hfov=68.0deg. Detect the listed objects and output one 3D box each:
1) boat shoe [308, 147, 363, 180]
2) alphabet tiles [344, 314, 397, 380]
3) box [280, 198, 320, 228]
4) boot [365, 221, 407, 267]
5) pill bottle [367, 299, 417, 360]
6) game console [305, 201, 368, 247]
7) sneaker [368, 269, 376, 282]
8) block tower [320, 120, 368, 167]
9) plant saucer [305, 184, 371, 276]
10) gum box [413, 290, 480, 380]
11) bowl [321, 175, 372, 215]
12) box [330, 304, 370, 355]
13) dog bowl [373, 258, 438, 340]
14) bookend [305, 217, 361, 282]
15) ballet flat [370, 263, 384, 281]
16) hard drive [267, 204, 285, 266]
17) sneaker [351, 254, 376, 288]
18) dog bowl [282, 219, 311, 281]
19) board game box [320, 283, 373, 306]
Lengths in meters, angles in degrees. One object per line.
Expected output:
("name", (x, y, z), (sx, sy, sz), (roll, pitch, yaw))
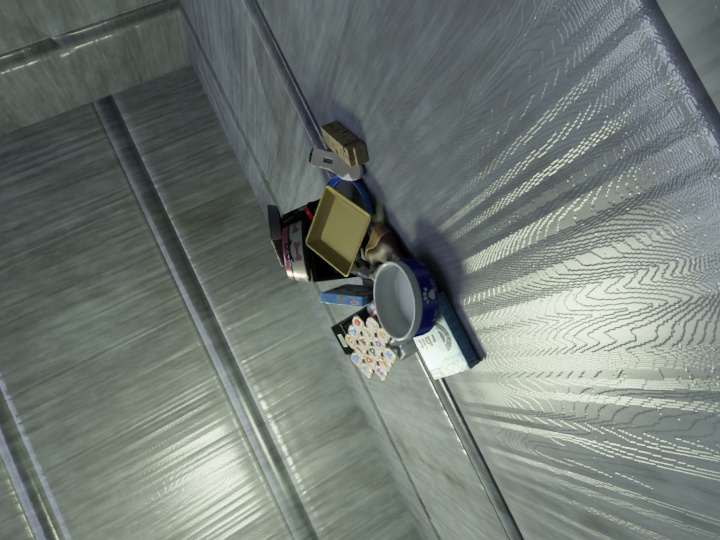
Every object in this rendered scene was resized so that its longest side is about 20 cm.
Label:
("boat shoe", (-0.053, -0.317, 1.580), (0.197, 0.092, 0.076), (28, 112, 29))
("alphabet tiles", (0.032, 0.245, 1.706), (0.195, 0.014, 0.203), (41, 129, 24))
("box", (-0.166, -0.160, 1.909), (0.125, 0.196, 0.151), (-110, -3, -73))
("boot", (0.081, -0.025, 1.556), (0.168, 0.071, 0.202), (57, 162, 29))
("pill bottle", (0.112, 0.175, 1.698), (0.203, 0.110, 0.113), (60, 165, 18))
("game console", (-0.077, -0.150, 1.749), (0.202, 0.174, 0.031), (58, 134, 26))
("sneaker", (0.079, 0.087, 1.605), (0.202, 0.080, 0.074), (55, 165, 18))
("block tower", (-0.050, -0.359, 1.503), (0.200, 0.053, 0.059), (48, 158, 47))
("plant saucer", (-0.057, -0.120, 1.582), (0.199, 0.048, 0.204), (37, 117, 30))
("gum box", (0.207, 0.176, 1.413), (0.203, 0.044, 0.170), (63, 148, 7))
("bowl", (-0.041, -0.188, 1.626), (0.198, 0.039, 0.206), (19, 118, 41))
("box", (0.019, 0.198, 1.892), (0.125, 0.196, 0.200), (59, 165, 1))
("dog bowl", (0.115, 0.074, 1.384), (0.199, 0.077, 0.206), (21, 114, 58))
("bookend", (-0.079, -0.079, 1.820), (0.093, 0.194, 0.204), (-100, 4, -66))
("ballet flat", (0.096, 0.074, 1.528), (0.203, 0.063, 0.076), (58, -168, -10))
("hard drive", (-0.285, -0.128, 1.863), (0.202, 0.041, 0.137), (-106, 0, -47))
("sneaker", (0.000, 0.000, 1.757), (0.196, 0.076, 0.115), (25, 162, 8))
("dog bowl", (-0.208, -0.060, 1.749), (0.200, 0.072, 0.206), (173, 90, -89))
("board game box", (-0.023, 0.079, 1.771), (0.199, 0.148, 0.038), (-19, -68, -65))
